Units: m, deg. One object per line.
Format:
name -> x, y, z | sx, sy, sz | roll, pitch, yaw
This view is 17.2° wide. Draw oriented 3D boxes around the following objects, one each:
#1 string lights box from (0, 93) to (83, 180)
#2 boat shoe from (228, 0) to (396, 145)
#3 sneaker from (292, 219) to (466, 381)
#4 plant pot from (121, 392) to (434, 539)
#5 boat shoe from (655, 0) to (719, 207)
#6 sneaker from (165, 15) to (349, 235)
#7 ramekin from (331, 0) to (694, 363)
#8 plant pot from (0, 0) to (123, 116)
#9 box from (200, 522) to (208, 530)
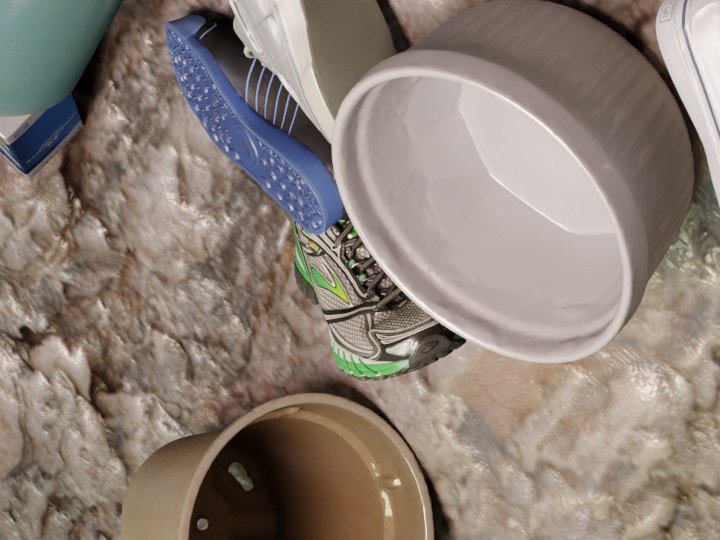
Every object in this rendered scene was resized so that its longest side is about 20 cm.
string lights box -> -0.242, -0.126, 1.576 | 0.103, 0.059, 0.200 | 43, 174, 2
boat shoe -> -0.041, -0.156, 1.398 | 0.071, 0.070, 0.202 | -14, 103, 50
sneaker -> 0.000, 0.000, 1.466 | 0.200, 0.078, 0.086 | 47, 156, 54
plant pot -> -0.077, 0.188, 1.713 | 0.201, 0.200, 0.183 | 56, 155, -16
boat shoe -> 0.221, -0.060, 1.233 | 0.067, 0.074, 0.201 | -10, 117, 53
sneaker -> -0.045, -0.100, 1.477 | 0.200, 0.078, 0.070 | 48, 154, 34
ramekin -> 0.092, -0.058, 1.340 | 0.199, 0.105, 0.201 | 26, 141, 23
plant pot -> -0.213, -0.219, 1.413 | 0.201, 0.201, 0.161 | 44, 126, 1
box -> -0.056, 0.274, 1.862 | 0.199, 0.068, 0.082 | 18, 138, 32
